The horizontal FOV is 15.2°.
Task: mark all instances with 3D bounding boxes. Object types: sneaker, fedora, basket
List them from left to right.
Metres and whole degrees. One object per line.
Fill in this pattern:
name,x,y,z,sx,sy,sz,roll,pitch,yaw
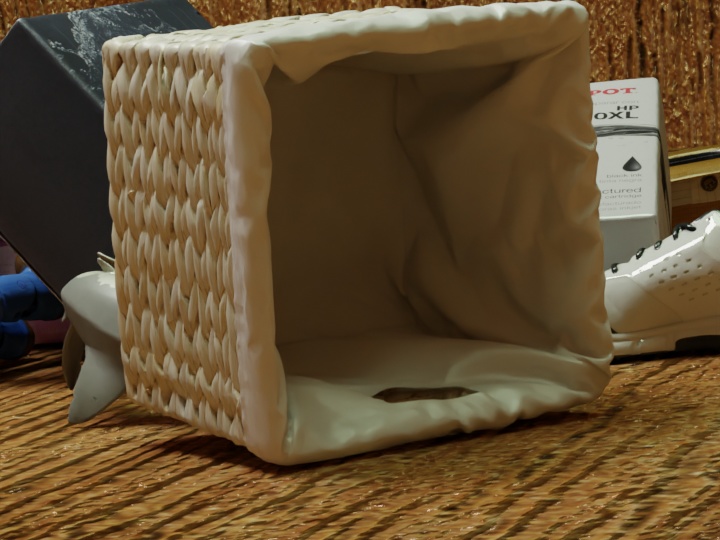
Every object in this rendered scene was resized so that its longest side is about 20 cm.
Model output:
basket,-0.005,-0.025,1.304,0.198,0.201,0.161,-10,10,-31
sneaker,0.176,0.006,1.508,0.199,0.080,0.074,-5,7,9
fedora,0.246,-0.045,1.987,0.200,0.082,0.201,-10,6,1

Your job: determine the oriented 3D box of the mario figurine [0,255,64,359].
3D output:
mario figurine,-0.263,0.011,1.657,0.106,0.124,0.200,16,9,23

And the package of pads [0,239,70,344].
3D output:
package of pads,-0.258,0.011,1.861,0.199,0.076,0.120,-4,5,17

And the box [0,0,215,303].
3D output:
box,-0.123,-0.056,1.653,0.118,0.197,0.200,-50,-13,25

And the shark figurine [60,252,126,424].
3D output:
shark figurine,-0.134,0.043,1.444,0.128,0.090,0.214,32,-9,-34

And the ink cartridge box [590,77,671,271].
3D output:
ink cartridge box,0.116,-0.037,1.656,0.144,0.085,0.200,-4,27,9
